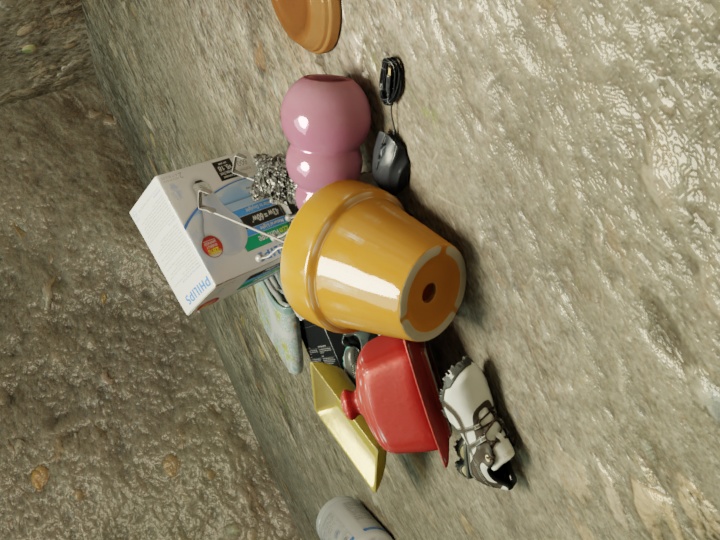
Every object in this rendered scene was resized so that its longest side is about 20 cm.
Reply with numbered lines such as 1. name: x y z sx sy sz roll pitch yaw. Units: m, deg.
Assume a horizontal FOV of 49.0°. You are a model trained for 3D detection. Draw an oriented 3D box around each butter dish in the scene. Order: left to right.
1. butter dish: 0.042 0.175 1.135 0.200 0.146 0.202 -76 -33 -78

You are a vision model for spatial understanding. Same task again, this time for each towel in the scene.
1. towel: -0.164 0.085 1.589 0.200 0.048 0.173 -128 25 -49

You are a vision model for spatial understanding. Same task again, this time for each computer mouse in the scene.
1. computer mouse: 0.034 -0.179 1.014 0.059 0.034 0.202 50 153 44

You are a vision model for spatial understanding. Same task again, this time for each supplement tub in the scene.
1. supplement tub: -0.011 0.628 1.843 0.200 0.131 0.133 25 134 64

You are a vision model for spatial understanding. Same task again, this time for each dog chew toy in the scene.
1. dog chew toy: -0.050 -0.161 1.080 0.124 0.123 0.202 39 130 54

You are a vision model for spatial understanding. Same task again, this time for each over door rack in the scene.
1. over door rack: -0.149 -0.086 1.254 0.199 0.148 0.067 32 125 -3

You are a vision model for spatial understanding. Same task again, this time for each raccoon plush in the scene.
1. raccoon plush: -0.079 -0.145 1.181 0.199 0.133 0.098 -17 70 56

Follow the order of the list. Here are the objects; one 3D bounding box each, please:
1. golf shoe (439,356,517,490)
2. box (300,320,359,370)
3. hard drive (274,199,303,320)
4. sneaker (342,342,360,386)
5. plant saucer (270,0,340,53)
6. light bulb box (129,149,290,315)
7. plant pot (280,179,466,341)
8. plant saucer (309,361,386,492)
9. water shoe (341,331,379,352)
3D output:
1. golf shoe: 0.164 0.202 1.031 0.094 0.077 0.202 24 140 48
2. box: -0.045 0.142 1.498 0.142 0.078 0.200 65 161 -1
3. hard drive: -0.110 -0.018 1.397 0.139 0.038 0.202 -23 96 50
4. sneaker: 0.043 0.209 1.356 0.201 0.077 0.091 58 157 0
5. plant saucer: -0.089 -0.400 1.100 0.201 0.037 0.201 54 157 36
6. light bulb box: -0.239 -0.066 1.318 0.125 0.197 0.201 -36 83 47
7. plant pot: 0.029 0.001 1.015 0.182 0.199 0.202 23 134 43
8. plant saucer: -0.012 0.265 1.381 0.200 0.048 0.201 49 158 27
9. water shoe: 0.036 0.167 1.305 0.201 0.078 0.072 55 157 33
